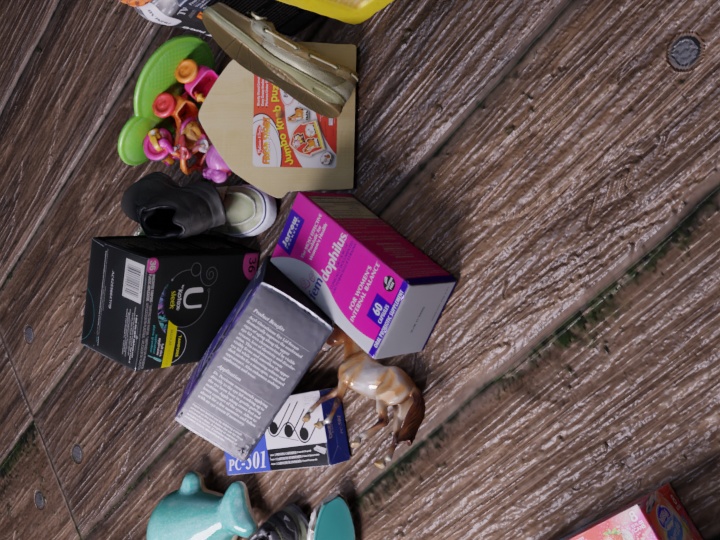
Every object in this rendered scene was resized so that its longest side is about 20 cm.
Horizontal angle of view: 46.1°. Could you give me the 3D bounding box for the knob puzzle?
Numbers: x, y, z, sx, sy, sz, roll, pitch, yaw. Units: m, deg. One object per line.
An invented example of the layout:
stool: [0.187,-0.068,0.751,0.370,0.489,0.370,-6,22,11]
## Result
knob puzzle: [-0.104,-0.193,1.069,0.214,0.030,0.225,0,94,-3]

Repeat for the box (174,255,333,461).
box: [-0.127,0.103,1.042,0.103,0.148,0.202,32,98,-10]

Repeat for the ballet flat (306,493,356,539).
ballet flat: [-0.041,0.387,1.081,0.071,0.071,0.205,-7,87,38]

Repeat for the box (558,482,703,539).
box: [0.235,0.304,0.830,0.200,0.094,0.104,-42,67,32]

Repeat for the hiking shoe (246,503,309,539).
hiking shoe: [-0.145,0.403,1.140,0.075,0.100,0.203,37,114,32]

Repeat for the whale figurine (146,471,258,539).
whale figurine: [-0.230,0.368,1.205,0.198,0.103,0.162,-31,73,38]

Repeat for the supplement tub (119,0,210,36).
supplement tub: [-0.221,-0.378,1.110,0.121,0.198,0.126,2,94,38]

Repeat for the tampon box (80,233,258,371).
tampon box: [-0.255,0.037,1.153,0.125,0.198,0.154,17,103,36]

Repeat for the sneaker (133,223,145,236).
sneaker: [-0.343,-0.016,1.294,0.077,0.088,0.201,49,120,26]

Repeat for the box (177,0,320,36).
box: [-0.134,-0.395,1.038,0.106,0.198,0.152,-22,78,36]

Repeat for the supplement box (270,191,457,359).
supplement box: [0.000,0.000,1.008,0.199,0.102,0.103,40,116,32]

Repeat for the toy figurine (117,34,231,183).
toy figurine: [-0.205,-0.187,1.142,0.183,0.150,0.202,34,86,22]

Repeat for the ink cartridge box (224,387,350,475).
ink cartridge box: [-0.107,0.218,1.138,0.197,0.044,0.096,-16,80,39]

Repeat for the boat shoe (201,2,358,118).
boat shoe: [-0.096,-0.263,1.016,0.064,0.198,0.073,-60,10,-10]

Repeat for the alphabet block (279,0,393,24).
alphabet block: [-0.019,-0.427,0.949,0.194,0.193,0.204,-24,78,39]

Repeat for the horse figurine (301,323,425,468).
horse figurine: [0.011,0.149,1.018,0.198,0.050,0.134,21,69,40]

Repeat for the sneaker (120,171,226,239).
sneaker: [-0.274,-0.083,1.150,0.197,0.090,0.077,5,121,41]

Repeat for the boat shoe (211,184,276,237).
boat shoe: [-0.202,-0.082,1.193,0.197,0.061,0.074,0,92,39]
